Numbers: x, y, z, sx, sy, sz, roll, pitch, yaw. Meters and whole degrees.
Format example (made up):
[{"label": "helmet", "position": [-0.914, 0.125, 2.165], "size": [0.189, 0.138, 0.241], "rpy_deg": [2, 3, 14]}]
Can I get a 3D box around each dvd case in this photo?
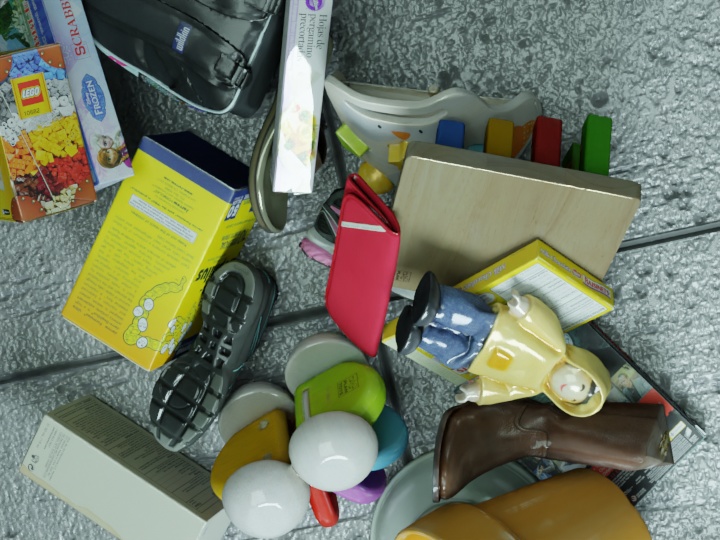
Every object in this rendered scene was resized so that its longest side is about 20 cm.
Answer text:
[{"label": "dvd case", "position": [0.204, 0.133, 1.536], "size": [0.200, 0.022, 0.146], "rpy_deg": [44, 107, 7]}]

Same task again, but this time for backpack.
[{"label": "backpack", "position": [-0.156, -0.256, 1.530], "size": [0.199, 0.150, 0.179], "rpy_deg": [27, 103, 9]}]

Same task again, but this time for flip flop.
[{"label": "flip flop", "position": [-0.056, -0.130, 1.556], "size": [0.057, 0.081, 0.202], "rpy_deg": [20, 97, 16]}]

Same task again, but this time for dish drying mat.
[{"label": "dish drying mat", "position": [0.000, 0.000, 1.469], "size": [0.077, 0.018, 0.201], "rpy_deg": [47, 151, 22]}]

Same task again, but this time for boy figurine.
[{"label": "boy figurine", "position": [0.128, 0.076, 1.432], "size": [0.198, 0.065, 0.125], "rpy_deg": [25, 119, -15]}]

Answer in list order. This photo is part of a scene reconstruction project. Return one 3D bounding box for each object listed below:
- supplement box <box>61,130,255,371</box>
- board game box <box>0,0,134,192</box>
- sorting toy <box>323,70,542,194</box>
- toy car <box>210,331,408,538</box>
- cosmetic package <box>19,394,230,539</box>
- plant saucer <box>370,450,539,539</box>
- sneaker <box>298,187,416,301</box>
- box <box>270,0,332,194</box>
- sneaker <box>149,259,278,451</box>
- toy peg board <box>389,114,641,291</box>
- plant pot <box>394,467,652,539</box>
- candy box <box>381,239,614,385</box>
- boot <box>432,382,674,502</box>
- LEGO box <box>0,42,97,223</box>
[{"label": "supplement box", "position": [-0.188, -0.021, 1.592], "size": [0.109, 0.109, 0.201], "rpy_deg": [30, 105, 11]}, {"label": "board game box", "position": [-0.299, -0.167, 1.581], "size": [0.199, 0.041, 0.202], "rpy_deg": [-16, 92, 61]}, {"label": "sorting toy", "position": [0.047, -0.136, 1.458], "size": [0.198, 0.180, 0.108], "rpy_deg": [8, 79, 16]}, {"label": "toy car", "position": [-0.040, 0.175, 1.561], "size": [0.199, 0.176, 0.150], "rpy_deg": [-37, 120, 18]}, {"label": "cosmetic package", "position": [-0.229, 0.213, 1.639], "size": [0.199, 0.103, 0.074], "rpy_deg": [33, 106, 12]}, {"label": "plant saucer", "position": [0.099, 0.273, 1.572], "size": [0.198, 0.050, 0.203], "rpy_deg": [2, 98, 17]}, {"label": "sneaker", "position": [0.043, -0.020, 1.540], "size": [0.198, 0.080, 0.087], "rpy_deg": [22, 92, 8]}, {"label": "box", "position": [-0.054, -0.167, 1.470], "size": [0.038, 0.042, 0.202], "rpy_deg": [2, 117, -10]}, {"label": "sneaker", "position": [-0.136, 0.088, 1.595], "size": [0.075, 0.079, 0.201], "rpy_deg": [31, 98, 22]}, {"label": "toy peg board", "position": [0.126, -0.063, 1.436], "size": [0.197, 0.201, 0.099], "rpy_deg": [10, 57, -3]}, {"label": "plant pot", "position": [0.157, 0.274, 1.450], "size": [0.182, 0.200, 0.202], "rpy_deg": [-28, 88, -25]}, {"label": "candy box", "position": [0.122, 0.042, 1.474], "size": [0.199, 0.102, 0.027], "rpy_deg": [-30, 43, 39]}, {"label": "boot", "position": [0.173, 0.160, 1.445], "size": [0.198, 0.187, 0.065], "rpy_deg": [9, 119, 17]}, {"label": "LEGO box", "position": [-0.335, -0.130, 1.540], "size": [0.199, 0.077, 0.151], "rpy_deg": [8, 113, 59]}]
